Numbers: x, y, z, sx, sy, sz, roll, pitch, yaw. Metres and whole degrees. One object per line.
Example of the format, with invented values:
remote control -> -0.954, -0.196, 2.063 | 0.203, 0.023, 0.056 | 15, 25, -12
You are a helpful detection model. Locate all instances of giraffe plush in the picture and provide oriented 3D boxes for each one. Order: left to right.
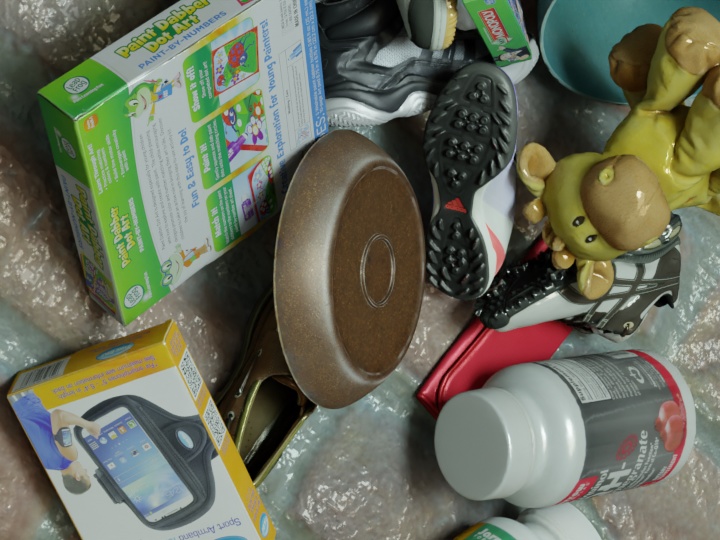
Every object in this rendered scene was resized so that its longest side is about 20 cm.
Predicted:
giraffe plush -> 0.202, -0.073, 1.406 | 0.162, 0.200, 0.173 | -35, 81, -20

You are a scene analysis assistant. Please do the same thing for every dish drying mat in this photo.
dish drying mat -> 0.126, 0.049, 1.522 | 0.200, 0.018, 0.077 | -50, 119, -19

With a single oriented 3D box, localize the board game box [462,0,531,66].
board game box -> 0.078, -0.259, 1.360 | 0.135, 0.029, 0.200 | 41, 37, -70

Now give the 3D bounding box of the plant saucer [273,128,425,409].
plant saucer -> 0.000, 0.000, 1.368 | 0.200, 0.034, 0.200 | -13, 105, -62

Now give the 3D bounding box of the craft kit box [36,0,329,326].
craft kit box -> -0.109, -0.088, 1.281 | 0.197, 0.049, 0.200 | -39, 147, -27

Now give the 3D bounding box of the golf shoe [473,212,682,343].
golf shoe -> 0.180, 0.022, 1.498 | 0.200, 0.078, 0.095 | -23, 108, -28

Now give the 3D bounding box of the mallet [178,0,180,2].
mallet -> -0.099, -0.205, 1.279 | 0.041, 0.066, 0.200 | 34, 92, -29

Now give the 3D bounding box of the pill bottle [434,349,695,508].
pill bottle -> 0.156, 0.123, 1.480 | 0.200, 0.111, 0.111 | -5, 98, -41

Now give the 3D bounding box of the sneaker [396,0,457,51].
sneaker -> 0.007, -0.242, 1.322 | 0.088, 0.076, 0.200 | -18, 96, -9

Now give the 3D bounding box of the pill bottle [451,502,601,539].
pill bottle -> 0.092, 0.258, 1.465 | 0.200, 0.113, 0.113 | -30, 111, -27

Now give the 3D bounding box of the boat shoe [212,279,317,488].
boat shoe -> -0.053, 0.078, 1.377 | 0.072, 0.068, 0.200 | 35, 76, -31

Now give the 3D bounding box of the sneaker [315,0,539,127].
sneaker -> 0.043, -0.178, 1.407 | 0.200, 0.075, 0.114 | -19, 108, -28

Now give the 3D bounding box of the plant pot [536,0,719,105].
plant pot -> 0.225, -0.240, 1.473 | 0.200, 0.200, 0.135 | 18, 49, -33

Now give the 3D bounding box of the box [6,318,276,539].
box -> -0.142, 0.142, 1.304 | 0.119, 0.041, 0.200 | -19, 109, 13

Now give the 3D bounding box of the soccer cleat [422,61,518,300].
soccer cleat -> 0.087, -0.075, 1.421 | 0.073, 0.068, 0.200 | -53, 153, -48
